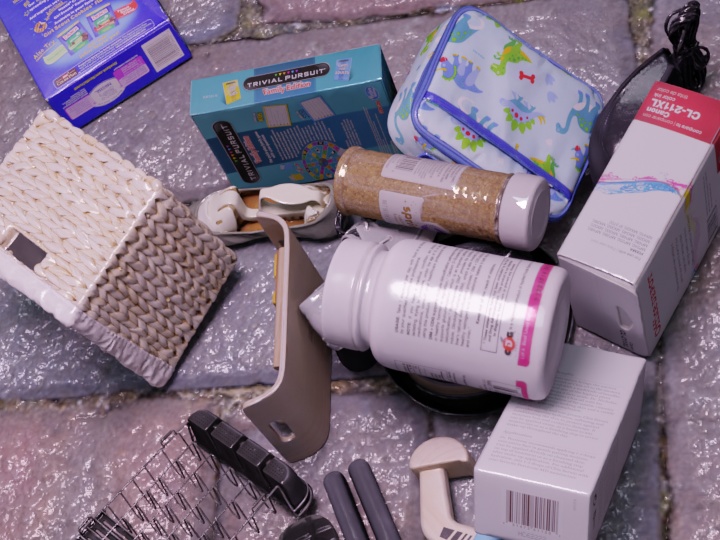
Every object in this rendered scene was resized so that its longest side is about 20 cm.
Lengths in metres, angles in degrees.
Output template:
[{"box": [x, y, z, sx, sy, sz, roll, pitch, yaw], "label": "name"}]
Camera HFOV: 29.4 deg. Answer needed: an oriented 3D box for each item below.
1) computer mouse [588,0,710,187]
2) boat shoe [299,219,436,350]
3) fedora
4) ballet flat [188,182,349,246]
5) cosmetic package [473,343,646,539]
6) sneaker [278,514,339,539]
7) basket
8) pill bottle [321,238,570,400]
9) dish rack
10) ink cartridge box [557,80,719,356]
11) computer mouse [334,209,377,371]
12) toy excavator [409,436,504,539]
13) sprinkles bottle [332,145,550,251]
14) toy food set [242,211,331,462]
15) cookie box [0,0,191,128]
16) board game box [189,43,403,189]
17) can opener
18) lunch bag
[{"box": [0.270, -0.155, 1.327, 0.052, 0.139, 0.201, 25, 74, 26], "label": "computer mouse"}, {"box": [0.009, -0.011, 1.313, 0.068, 0.072, 0.200, 44, 60, -8], "label": "boat shoe"}, {"box": [0.106, 0.033, 1.284, 0.198, 0.092, 0.203, -3, 64, 6], "label": "fedora"}, {"box": [-0.110, -0.066, 1.428, 0.197, 0.064, 0.068, -3, 61, 15], "label": "ballet flat"}, {"box": [0.173, 0.147, 1.174, 0.100, 0.072, 0.200, 10, 33, 21], "label": "cosmetic package"}, {"box": [-0.031, 0.305, 1.206, 0.075, 0.080, 0.201, -26, 38, 7], "label": "sneaker"}, {"box": [-0.257, -0.020, 1.358, 0.197, 0.200, 0.162, 32, 81, 29], "label": "basket"}, {"box": [0.073, 0.036, 1.178, 0.197, 0.114, 0.115, 11, 66, 16], "label": "pill bottle"}, {"box": [-0.160, 0.229, 1.263, 0.153, 0.055, 0.200, 27, 63, 37], "label": "dish rack"}, {"box": [0.268, -0.046, 1.260, 0.082, 0.146, 0.201, 24, 71, 27], "label": "ink cartridge box"}, {"box": [0.000, 0.000, 1.357, 0.058, 0.034, 0.203, -2, 73, 3], "label": "computer mouse"}, {"box": [0.105, 0.253, 1.186, 0.198, 0.100, 0.196, 12, 65, 31], "label": "toy excavator"}, {"box": [0.074, -0.069, 1.271, 0.198, 0.068, 0.069, 12, 66, 25], "label": "sprinkles bottle"}, {"box": [-0.075, 0.063, 1.303, 0.060, 0.144, 0.202, -7, 61, 14], "label": "toy food set"}, {"box": [-0.318, -0.289, 1.601, 0.170, 0.075, 0.201, -32, 59, -2], "label": "cookie box"}, {"box": [-0.057, -0.152, 1.408, 0.197, 0.151, 0.047, -9, 59, 11], "label": "board game box"}, {"box": [0.017, 0.256, 1.217, 0.053, 0.067, 0.201, -25, 59, 1], "label": "can opener"}, {"box": [0.134, -0.142, 1.335, 0.199, 0.082, 0.162, 34, 68, -15], "label": "lunch bag"}]
